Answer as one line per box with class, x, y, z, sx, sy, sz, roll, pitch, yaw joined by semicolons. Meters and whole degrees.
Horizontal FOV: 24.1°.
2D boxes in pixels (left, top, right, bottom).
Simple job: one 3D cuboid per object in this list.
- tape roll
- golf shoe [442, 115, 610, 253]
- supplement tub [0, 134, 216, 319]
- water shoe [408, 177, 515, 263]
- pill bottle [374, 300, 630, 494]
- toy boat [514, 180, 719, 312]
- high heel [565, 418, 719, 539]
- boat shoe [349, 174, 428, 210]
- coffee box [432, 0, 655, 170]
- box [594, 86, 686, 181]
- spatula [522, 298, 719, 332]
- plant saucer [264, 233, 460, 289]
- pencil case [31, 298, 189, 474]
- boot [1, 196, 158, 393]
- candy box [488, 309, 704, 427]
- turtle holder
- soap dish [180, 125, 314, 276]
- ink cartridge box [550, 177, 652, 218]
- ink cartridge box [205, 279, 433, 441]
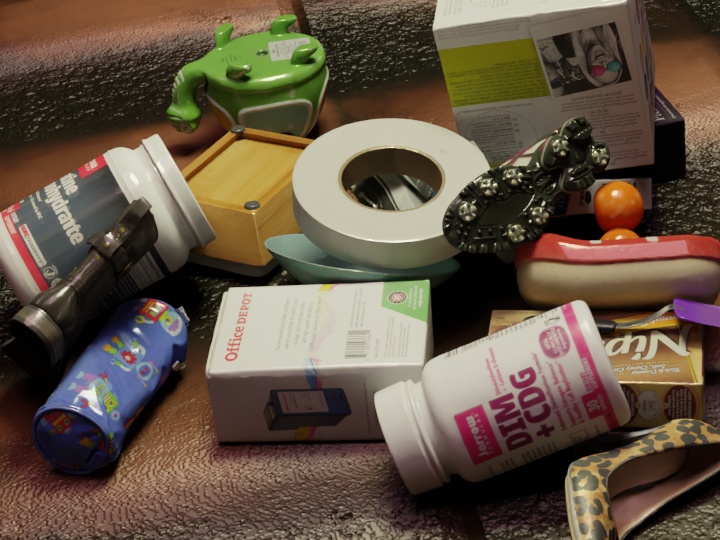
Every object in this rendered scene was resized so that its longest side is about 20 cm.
tape roll;0.032;-0.079;1.672;0.202;0.037;0.203;0;41;0
golf shoe;0.150;-0.071;1.611;0.200;0.077;0.088;-32;5;-27
supplement tub;-0.262;-0.036;1.707;0.199;0.141;0.140;-30;36;-5
water shoe;0.097;-0.049;1.793;0.079;0.072;0.200;-40;40;0
pill bottle;0.120;0.113;1.444;0.199;0.114;0.114;-23;32;7
toy boat;0.247;-0.022;1.617;0.199;0.131;0.131;-3;71;3
high heel;0.242;0.182;1.380;0.142;0.072;0.200;-6;23;13
boat shoe;0.035;-0.060;1.757;0.064;0.071;0.200;-46;38;10
coffee box;0.200;-0.231;1.780;0.199;0.198;0.200;-7;35;15
box;0.269;-0.171;1.925;0.140;0.079;0.200;-14;34;-7
spatula;0.247;0.045;1.538;0.199;0.021;0.057;-4;18;7
plant saucer;0.000;0.000;1.700;0.200;0.039;0.201;7;10;-1
pencil case;-0.229;0.106;1.581;0.087;0.078;0.200;34;38;-2
boot;-0.255;0.022;1.599;0.069;0.200;0.174;40;67;0
candy box;0.214;0.089;1.548;0.199;0.056;0.116;1;33;11
turtle holder;-0.125;-0.209;1.999;0.185;0.132;0.141;-27;39;-28
soap dish;-0.123;-0.081;1.848;0.157;0.082;0.200;12;36;27
ink cartridge box;0.209;-0.076;1.730;0.099;0.039;0.200;2;6;38
ink cartridge box;-0.034;0.083;1.573;0.199;0.088;0.146;-1;33;5
